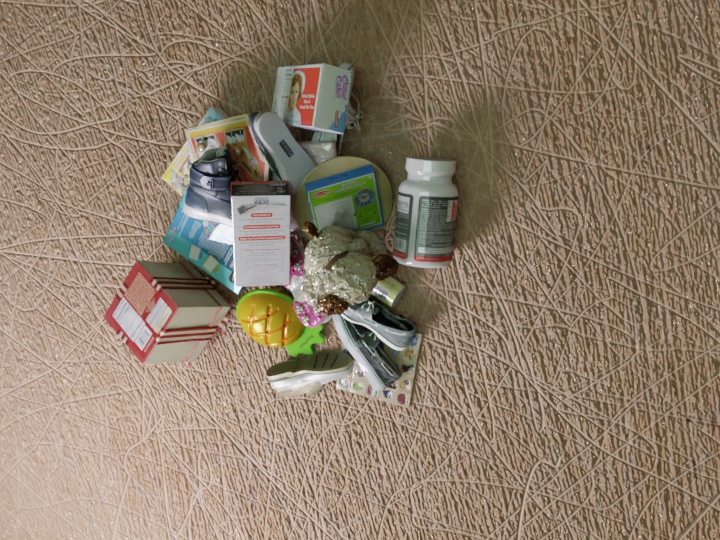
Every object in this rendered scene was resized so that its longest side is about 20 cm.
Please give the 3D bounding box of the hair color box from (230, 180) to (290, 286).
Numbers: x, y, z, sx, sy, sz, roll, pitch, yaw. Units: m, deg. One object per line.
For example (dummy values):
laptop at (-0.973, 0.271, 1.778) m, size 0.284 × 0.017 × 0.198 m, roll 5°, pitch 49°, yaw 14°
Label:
hair color box at (-0.191, -0.069, 1.370) m, size 0.111 × 0.064 × 0.200 m, roll -2°, pitch 124°, yaw -10°

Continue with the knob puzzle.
knob puzzle at (-0.264, -0.204, 1.442) m, size 0.219 × 0.030 × 0.220 m, roll 14°, pitch 123°, yaw 24°

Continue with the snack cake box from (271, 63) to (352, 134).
snack cake box at (-0.097, -0.326, 1.351) m, size 0.200 × 0.067 × 0.115 m, roll 24°, pitch 106°, yaw 57°

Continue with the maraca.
maraca at (-0.170, 0.112, 1.512) m, size 0.200 × 0.107 × 0.137 m, roll 34°, pitch 124°, yaw -16°

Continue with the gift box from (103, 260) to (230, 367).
gift box at (-0.405, 0.104, 1.539) m, size 0.200 × 0.187 × 0.185 m, roll 47°, pitch 109°, yaw 21°

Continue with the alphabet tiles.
alphabet tiles at (0.039, 0.176, 1.502) m, size 0.167 × 0.008 × 0.201 m, roll 13°, pitch 104°, yaw 16°

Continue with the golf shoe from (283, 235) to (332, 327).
golf shoe at (-0.114, 0.022, 1.487) m, size 0.075 × 0.091 × 0.200 m, roll -26°, pitch 80°, yaw 29°

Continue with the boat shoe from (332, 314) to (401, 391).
boat shoe at (0.015, 0.152, 1.473) m, size 0.071 × 0.072 × 0.200 m, roll -31°, pitch 99°, yaw 12°

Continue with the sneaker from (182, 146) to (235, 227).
sneaker at (-0.239, -0.160, 1.394) m, size 0.202 × 0.077 × 0.147 m, roll 11°, pitch 118°, yaw -9°

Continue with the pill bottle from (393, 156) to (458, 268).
pill bottle at (0.127, -0.112, 1.359) m, size 0.116 × 0.116 × 0.201 m, roll 9°, pitch 103°, yaw 17°

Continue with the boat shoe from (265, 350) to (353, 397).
boat shoe at (-0.101, 0.225, 1.529) m, size 0.199 × 0.075 × 0.069 m, roll -11°, pitch 115°, yaw 22°

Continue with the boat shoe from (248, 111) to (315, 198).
boat shoe at (-0.151, -0.218, 1.371) m, size 0.072 × 0.068 × 0.200 m, roll -45°, pitch 123°, yaw -15°

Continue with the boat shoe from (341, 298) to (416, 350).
boat shoe at (0.026, 0.082, 1.439) m, size 0.200 × 0.073 × 0.062 m, roll 36°, pitch 137°, yaw 2°

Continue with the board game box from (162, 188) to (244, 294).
board game box at (-0.303, -0.066, 1.508) m, size 0.200 × 0.047 × 0.151 m, roll 35°, pitch 123°, yaw 0°

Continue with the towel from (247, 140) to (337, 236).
towel at (-0.130, -0.163, 1.445) m, size 0.190 × 0.032 × 0.201 m, roll 2°, pitch 117°, yaw 16°

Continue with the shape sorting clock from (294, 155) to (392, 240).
shape sorting clock at (-0.033, -0.132, 1.404) m, size 0.199 × 0.039 × 0.200 m, roll -9°, pitch 125°, yaw -13°

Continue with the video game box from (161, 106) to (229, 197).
video game box at (-0.302, -0.214, 1.521) m, size 0.182 × 0.047 × 0.200 m, roll 43°, pitch 110°, yaw 2°

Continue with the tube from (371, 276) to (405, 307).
tube at (0.000, 0.000, 1.462) m, size 0.200 × 0.058 × 0.052 m, roll 33°, pitch 143°, yaw 15°

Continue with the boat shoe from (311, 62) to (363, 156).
boat shoe at (-0.033, -0.299, 1.400) m, size 0.086 × 0.075 × 0.202 m, roll 26°, pitch 110°, yaw 13°

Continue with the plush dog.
plush dog at (-0.030, -0.006, 1.335) m, size 0.200 × 0.161 × 0.172 m, roll -39°, pitch 46°, yaw -5°
